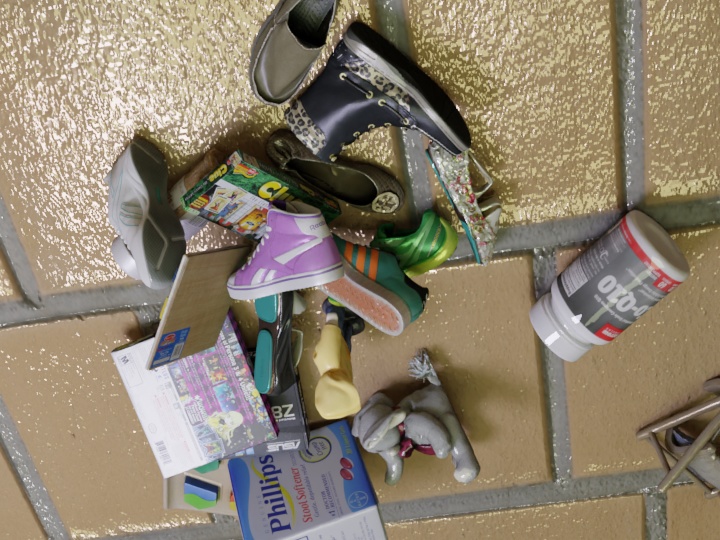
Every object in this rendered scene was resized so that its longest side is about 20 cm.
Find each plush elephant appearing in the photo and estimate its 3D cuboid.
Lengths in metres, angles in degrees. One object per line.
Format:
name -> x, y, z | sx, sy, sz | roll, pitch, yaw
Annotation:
plush elephant -> 0.068, 0.238, 1.585 | 0.153, 0.165, 0.202 | -26, 94, 2

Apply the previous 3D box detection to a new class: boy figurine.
boy figurine -> -0.029, 0.117, 1.467 | 0.063, 0.201, 0.126 | -7, 123, 5

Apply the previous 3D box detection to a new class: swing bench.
swing bench -> 0.561, 0.277, 1.637 | 0.198, 0.130, 0.200 | 38, 112, -24

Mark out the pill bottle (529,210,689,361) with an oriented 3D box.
pill bottle -> 0.328, 0.026, 1.457 | 0.113, 0.115, 0.200 | 33, 119, -22

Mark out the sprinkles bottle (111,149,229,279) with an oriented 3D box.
sprinkles bottle -> -0.236, -0.070, 1.410 | 0.199, 0.069, 0.068 | -38, 118, 23

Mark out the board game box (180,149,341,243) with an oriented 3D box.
board game box -> -0.122, -0.082, 1.379 | 0.104, 0.024, 0.199 | -39, 145, 21

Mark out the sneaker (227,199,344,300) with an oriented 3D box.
sneaker -> -0.106, -0.030, 1.385 | 0.199, 0.072, 0.116 | -14, 98, 41

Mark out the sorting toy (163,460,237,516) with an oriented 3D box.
sorting toy -> -0.211, 0.324, 1.714 | 0.197, 0.037, 0.187 | 4, 126, -4

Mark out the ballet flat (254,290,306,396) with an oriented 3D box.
ballet flat -> -0.112, 0.072, 1.508 | 0.068, 0.068, 0.203 | -7, 107, -38

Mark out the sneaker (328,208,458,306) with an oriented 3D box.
sneaker -> 0.036, -0.018, 1.459 | 0.199, 0.074, 0.084 | -31, 100, 20

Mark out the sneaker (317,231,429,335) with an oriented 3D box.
sneaker -> 0.000, 0.000, 1.404 | 0.199, 0.080, 0.072 | 39, 139, 17

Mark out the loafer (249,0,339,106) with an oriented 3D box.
loafer -> -0.077, -0.272, 1.265 | 0.074, 0.070, 0.201 | 19, 123, -14

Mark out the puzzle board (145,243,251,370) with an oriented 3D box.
puzzle board -> -0.207, 0.041, 1.397 | 0.017, 0.200, 0.152 | 24, 101, 13

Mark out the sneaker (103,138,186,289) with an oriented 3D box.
sneaker -> -0.271, -0.060, 1.356 | 0.080, 0.203, 0.070 | -33, 149, 32

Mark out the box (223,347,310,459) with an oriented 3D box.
box -> -0.182, 0.196, 1.603 | 0.197, 0.049, 0.163 | -6, 118, 4

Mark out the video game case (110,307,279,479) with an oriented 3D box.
video game case -> -0.232, 0.172, 1.540 | 0.179, 0.036, 0.202 | -21, 100, 7

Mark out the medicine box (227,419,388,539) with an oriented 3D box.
medicine box -> -0.079, 0.345, 1.613 | 0.197, 0.183, 0.104 | -18, 129, -5

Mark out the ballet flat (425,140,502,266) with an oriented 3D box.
ballet flat -> 0.145, -0.091, 1.399 | 0.063, 0.076, 0.201 | -24, 125, 7

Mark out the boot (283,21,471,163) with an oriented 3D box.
boot -> 0.020, -0.181, 1.327 | 0.203, 0.074, 0.154 | 41, 118, -13

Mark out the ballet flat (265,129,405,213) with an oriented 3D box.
ballet flat -> -0.031, -0.118, 1.391 | 0.198, 0.047, 0.068 | 26, 122, -18
